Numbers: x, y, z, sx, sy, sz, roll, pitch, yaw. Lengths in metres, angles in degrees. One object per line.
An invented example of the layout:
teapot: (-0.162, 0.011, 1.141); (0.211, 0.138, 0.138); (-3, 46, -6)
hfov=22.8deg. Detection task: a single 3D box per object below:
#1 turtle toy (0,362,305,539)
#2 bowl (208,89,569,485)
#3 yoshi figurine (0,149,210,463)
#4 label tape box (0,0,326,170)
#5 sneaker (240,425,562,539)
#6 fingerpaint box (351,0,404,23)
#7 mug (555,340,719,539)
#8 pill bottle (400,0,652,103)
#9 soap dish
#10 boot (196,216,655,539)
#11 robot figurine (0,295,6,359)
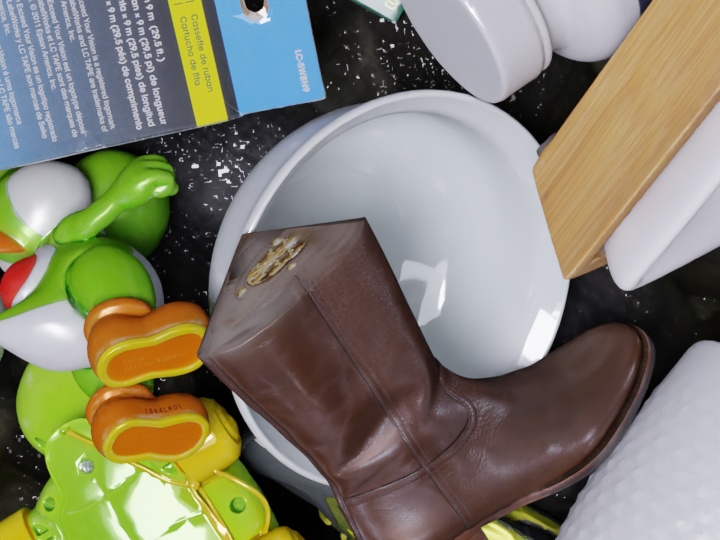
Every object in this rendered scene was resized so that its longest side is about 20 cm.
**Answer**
turtle toy: (-0.112, 0.124, 0.914); (0.146, 0.101, 0.200); (-31, 86, 4)
bowl: (0.000, 0.000, 0.883); (0.201, 0.090, 0.201); (-13, 114, -31)
yoshi figurine: (-0.117, -0.003, 0.871); (0.112, 0.200, 0.112); (-42, 137, 7)
label tape box: (-0.129, -0.133, 0.832); (0.200, 0.063, 0.144); (-12, 111, -2)
sneaker: (0.021, 0.143, 0.936); (0.200, 0.074, 0.085); (26, 101, -2)
fingerpaint box: (-0.007, -0.247, 0.864); (0.167, 0.073, 0.200); (29, 100, -3)
mug: (0.179, 0.160, 0.890); (0.148, 0.200, 0.175); (33, 79, 37)
pill bottle: (0.117, -0.167, 0.827); (0.200, 0.111, 0.111); (-37, 97, -11)
soap dish: (0.177, -0.090, 0.817); (0.081, 0.157, 0.200); (50, 134, 17)
boot: (0.035, 0.031, 0.830); (0.186, 0.064, 0.200); (-44, 122, -15)
robot figurine: (-0.266, -0.007, 0.893); (0.125, 0.150, 0.200); (-34, 101, -2)
